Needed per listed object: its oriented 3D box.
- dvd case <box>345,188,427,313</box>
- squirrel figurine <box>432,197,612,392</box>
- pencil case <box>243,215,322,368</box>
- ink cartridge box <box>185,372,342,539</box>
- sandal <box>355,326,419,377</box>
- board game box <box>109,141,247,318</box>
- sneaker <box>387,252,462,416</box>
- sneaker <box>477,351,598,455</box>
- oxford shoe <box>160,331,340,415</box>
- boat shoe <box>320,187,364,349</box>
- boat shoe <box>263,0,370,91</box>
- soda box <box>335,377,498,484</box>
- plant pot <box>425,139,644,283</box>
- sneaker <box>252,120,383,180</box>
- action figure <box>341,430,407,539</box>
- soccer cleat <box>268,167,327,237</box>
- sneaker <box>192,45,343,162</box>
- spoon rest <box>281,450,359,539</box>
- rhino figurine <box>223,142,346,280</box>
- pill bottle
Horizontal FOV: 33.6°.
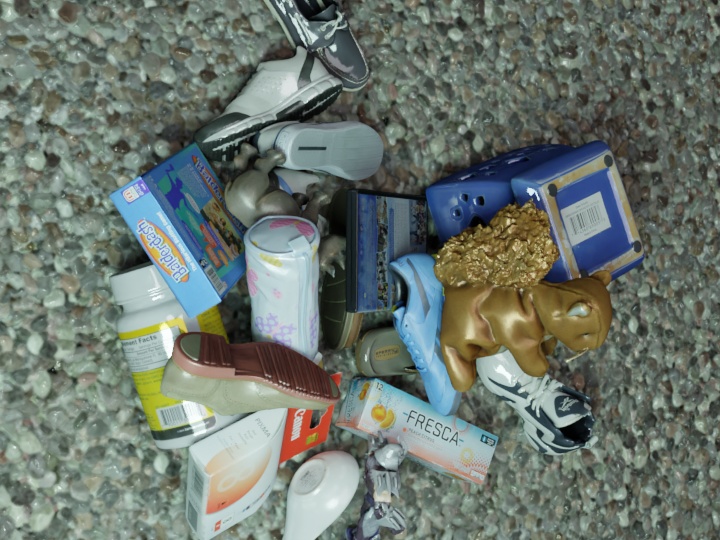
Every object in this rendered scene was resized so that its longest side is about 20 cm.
[{"bbox_3d":[0.035,-0.024,1.443,0.200,0.018,0.143,-1,91,-63],"label":"dvd case"},{"bbox_3d":[0.189,0.025,1.366,0.142,0.187,0.200,-34,110,-50],"label":"squirrel figurine"},{"bbox_3d":[-0.083,0.038,1.320,0.083,0.091,0.200,-12,124,-17],"label":"pencil case"},{"bbox_3d":[-0.102,0.213,1.351,0.200,0.162,0.050,-23,59,-25],"label":"ink cartridge box"},{"bbox_3d":[0.077,0.089,1.494,0.200,0.055,0.082,-9,96,-43],"label":"sandal"},{"bbox_3d":[-0.182,-0.049,1.292,0.045,0.200,0.152,-29,99,16],"label":"board game box"},{"bbox_3d":[0.071,0.079,1.429,0.078,0.066,0.200,-9,93,-27],"label":"sneaker"},{"bbox_3d":[0.239,0.159,1.546,0.079,0.130,0.199,-35,103,-26],"label":"sneaker"},{"bbox_3d":[-0.118,0.121,1.274,0.200,0.070,0.075,18,121,-25],"label":"oxford shoe"},{"bbox_3d":[0.000,0.000,1.461,0.068,0.072,0.200,8,89,-34],"label":"boat shoe"},{"bbox_3d":[-0.052,-0.303,1.458,0.073,0.063,0.200,-47,108,-22],"label":"boat shoe"},{"bbox_3d":[0.071,0.201,1.491,0.200,0.064,0.068,28,74,-24],"label":"soda box"},{"bbox_3d":[0.233,-0.054,1.516,0.200,0.180,0.200,-25,100,-35],"label":"plant pot"},{"bbox_3d":[-0.048,-0.153,1.438,0.200,0.071,0.073,3,104,-54],"label":"sneaker"},{"bbox_3d":[0.018,0.277,1.403,0.069,0.130,0.200,18,116,-3],"label":"action figure"},{"bbox_3d":[-0.076,-0.024,1.424,0.086,0.070,0.200,-2,87,-27],"label":"soccer cleat"},{"bbox_3d":[-0.121,-0.198,1.422,0.200,0.074,0.080,-32,79,-25],"label":"sneaker"},{"bbox_3d":[-0.078,0.292,1.400,0.200,0.099,0.061,-44,123,-8],"label":"spoon rest"},{"bbox_3d":[-0.075,-0.054,1.360,0.200,0.060,0.088,41,60,-22],"label":"rhino figurine"},{"bbox_3d":[-0.203,0.087,1.325,0.114,0.114,0.200,-20,96,-27],"label":"pill bottle"}]
